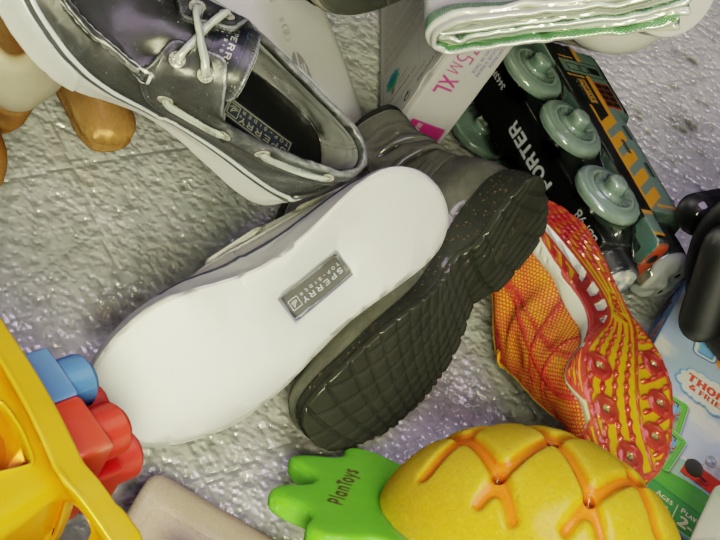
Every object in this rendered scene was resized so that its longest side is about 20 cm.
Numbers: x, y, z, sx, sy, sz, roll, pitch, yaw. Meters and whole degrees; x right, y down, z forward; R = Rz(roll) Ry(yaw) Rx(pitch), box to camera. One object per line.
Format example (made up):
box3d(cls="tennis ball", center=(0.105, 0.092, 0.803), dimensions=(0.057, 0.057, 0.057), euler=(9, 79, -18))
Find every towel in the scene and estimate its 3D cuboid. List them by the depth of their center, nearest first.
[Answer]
box3d(cls="towel", center=(0.107, -0.205, 0.845), dimensions=(0.148, 0.031, 0.201), euler=(-5, 46, 6))

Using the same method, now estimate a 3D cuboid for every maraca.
box3d(cls="maraca", center=(0.057, 0.122, 0.662), dimensions=(0.199, 0.108, 0.137), euler=(13, 11, 6))

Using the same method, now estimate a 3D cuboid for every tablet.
box3d(cls="tablet", center=(-0.046, -0.129, 0.808), dimensions=(0.131, 0.014, 0.200), euler=(68, 19, -9))

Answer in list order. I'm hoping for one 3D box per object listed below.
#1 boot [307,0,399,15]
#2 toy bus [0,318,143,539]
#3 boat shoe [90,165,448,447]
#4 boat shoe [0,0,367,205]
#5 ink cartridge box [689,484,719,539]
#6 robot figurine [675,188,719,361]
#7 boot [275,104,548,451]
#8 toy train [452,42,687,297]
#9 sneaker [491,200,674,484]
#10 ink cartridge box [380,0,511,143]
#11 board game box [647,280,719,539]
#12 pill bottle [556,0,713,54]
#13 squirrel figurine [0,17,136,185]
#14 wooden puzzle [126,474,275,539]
box3d(cls="boot", center=(-0.019, -0.221, 0.841), dimensions=(0.153, 0.074, 0.204), euler=(13, 48, 33))
box3d(cls="toy bus", center=(-0.151, 0.103, 0.537), dimensions=(0.191, 0.136, 0.200), euler=(-14, 59, -43))
box3d(cls="boat shoe", center=(-0.049, 0.014, 0.701), dimensions=(0.200, 0.070, 0.071), euler=(-38, 101, -9))
box3d(cls="boat shoe", center=(-0.075, -0.095, 0.651), dimensions=(0.200, 0.068, 0.072), euler=(39, 59, -35))
box3d(cls="ink cartridge box", center=(0.193, 0.225, 0.666), dimensions=(0.161, 0.050, 0.200), euler=(46, 58, -16))
box3d(cls="robot figurine", center=(0.272, -0.002, 0.837), dimensions=(0.199, 0.125, 0.151), euler=(-14, 75, -42))
box3d(cls="boot", center=(0.000, 0.000, 0.775), dimensions=(0.130, 0.068, 0.200), euler=(25, 61, 34))
box3d(cls="toy train", center=(0.138, -0.067, 0.910), dimensions=(0.113, 0.085, 0.201), euler=(5, 48, -40))
box3d(cls="sneaker", center=(0.115, 0.048, 0.784), dimensions=(0.073, 0.077, 0.201), euler=(20, 35, -27))
box3d(cls="ink cartridge box", center=(0.055, -0.180, 0.933), dimensions=(0.042, 0.119, 0.201), euler=(19, 43, -21))
box3d(cls="board game box", center=(0.216, 0.105, 0.823), dimensions=(0.151, 0.037, 0.200), euler=(36, 41, 5))
box3d(cls="pill bottle", center=(0.147, -0.209, 0.960), dimensions=(0.112, 0.113, 0.200), euler=(3, 14, -28))
box3d(cls="squirrel figurine", center=(-0.162, -0.161, 0.771), dimensions=(0.200, 0.142, 0.186), euler=(46, 44, 18))
box3d(cls="wooden puzzle", center=(-0.042, 0.189, 0.583), dimensions=(0.184, 0.046, 0.200), euler=(30, 42, -2))
